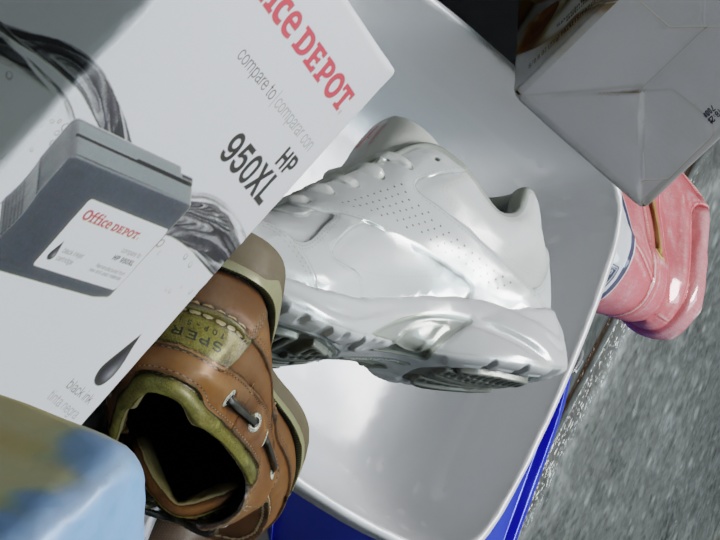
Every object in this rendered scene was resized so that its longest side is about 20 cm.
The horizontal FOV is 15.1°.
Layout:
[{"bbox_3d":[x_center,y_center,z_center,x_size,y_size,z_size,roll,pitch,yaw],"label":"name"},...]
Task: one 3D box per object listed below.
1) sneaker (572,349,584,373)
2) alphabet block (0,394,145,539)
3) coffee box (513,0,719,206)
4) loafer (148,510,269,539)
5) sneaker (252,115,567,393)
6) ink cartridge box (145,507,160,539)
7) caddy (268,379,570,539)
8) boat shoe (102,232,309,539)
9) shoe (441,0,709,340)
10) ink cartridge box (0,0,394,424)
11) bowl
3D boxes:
[{"bbox_3d":[0.073,-0.014,1.337,0.075,0.082,0.200,-63,157,-22],"label":"sneaker"},{"bbox_3d":[-0.185,0.131,0.658,0.195,0.200,0.197,-43,145,-52],"label":"alphabet block"},{"bbox_3d":[0.131,-0.131,1.158,0.114,0.080,0.200,-44,-163,23],"label":"coffee box"},{"bbox_3d":[-0.073,0.137,1.136,0.071,0.073,0.200,-51,147,-21],"label":"loafer"},{"bbox_3d":[-0.006,-0.012,1.014,0.200,0.078,0.100,12,72,-43],"label":"sneaker"},{"bbox_3d":[-0.112,0.126,0.944,0.200,0.044,0.094,-101,-147,-89],"label":"ink cartridge box"},{"bbox_3d":[0.018,0.075,1.239,0.200,0.105,0.141,-69,158,-12],"label":"caddy"},{"bbox_3d":[-0.062,0.058,0.955,0.200,0.072,0.068,83,20,-60],"label":"boat shoe"},{"bbox_3d":[0.099,-0.060,1.249,0.091,0.071,0.200,26,39,-46],"label":"shoe"},{"bbox_3d":[-0.098,-0.037,0.814,0.200,0.084,0.145,-49,155,-4],"label":"ink cartridge box"},{"bbox_3d":[0.000,0.000,1.104,0.200,0.075,0.200,38,67,-34],"label":"bowl"}]
